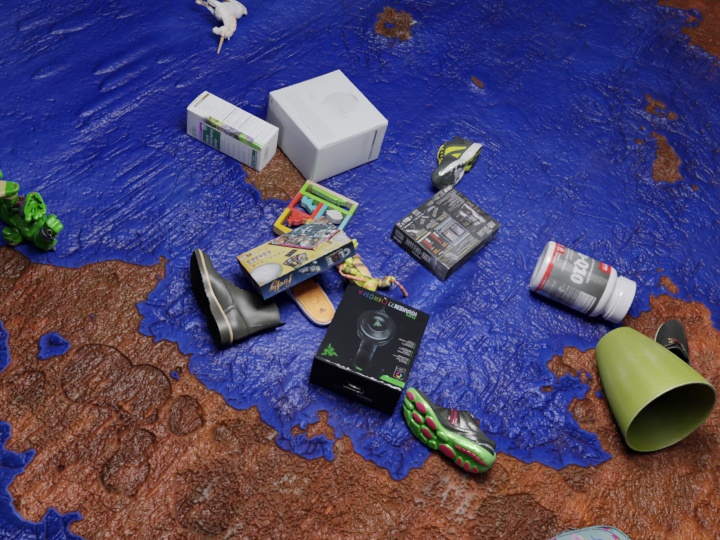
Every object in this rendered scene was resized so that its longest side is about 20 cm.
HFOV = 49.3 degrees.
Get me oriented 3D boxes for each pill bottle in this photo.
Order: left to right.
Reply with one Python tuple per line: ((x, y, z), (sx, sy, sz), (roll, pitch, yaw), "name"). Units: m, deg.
((0.471, 0.027, 1.662), (0.199, 0.114, 0.114), (24, 51, 5), "pill bottle")

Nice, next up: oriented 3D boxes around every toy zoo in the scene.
((-0.100, -0.106, 1.679), (0.130, 0.021, 0.201), (25, 47, 7), "toy zoo")

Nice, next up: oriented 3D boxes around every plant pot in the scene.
((0.544, 0.209, 1.513), (0.185, 0.188, 0.201), (-5, 40, -17), "plant pot")

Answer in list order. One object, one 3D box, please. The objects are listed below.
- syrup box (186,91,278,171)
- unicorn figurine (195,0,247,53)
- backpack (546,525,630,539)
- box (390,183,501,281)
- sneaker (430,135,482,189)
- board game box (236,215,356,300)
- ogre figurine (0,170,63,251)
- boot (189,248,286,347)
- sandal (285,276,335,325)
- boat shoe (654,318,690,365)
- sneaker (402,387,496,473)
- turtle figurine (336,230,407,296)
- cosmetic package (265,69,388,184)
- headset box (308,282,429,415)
((-0.290, -0.314, 1.765), (0.199, 0.079, 0.082), (27, 52, 8), "syrup box")
((-0.355, -0.666, 2.023), (0.137, 0.074, 0.200), (37, 47, 2), "unicorn figurine")
((0.369, 0.499, 1.250), (0.198, 0.154, 0.177), (-6, 49, -26), "backpack")
((0.189, -0.088, 1.724), (0.157, 0.050, 0.200), (40, 55, 17), "box")
((0.210, -0.255, 1.855), (0.084, 0.075, 0.200), (31, 43, 19), "sneaker")
((-0.126, -0.028, 1.518), (0.199, 0.035, 0.135), (-26, 35, -15), "board game box")
((-0.640, -0.106, 1.492), (0.198, 0.120, 0.099), (18, 55, 2), "ogre figurine")
((-0.240, 0.043, 1.512), (0.137, 0.078, 0.201), (-13, 69, -28), "boot")
((-0.115, 0.018, 1.562), (0.079, 0.059, 0.207), (-29, 64, -31), "sandal")
((0.652, 0.176, 1.626), (0.073, 0.063, 0.202), (21, 49, 5), "boat shoe")
((0.160, 0.285, 1.424), (0.200, 0.077, 0.084), (39, 36, 13), "sneaker")
((0.000, 0.000, 1.592), (0.199, 0.065, 0.162), (16, 31, -43), "turtle figurine")
((-0.082, -0.330, 1.800), (0.199, 0.123, 0.200), (-24, 62, -30), "cosmetic package")
((0.015, 0.150, 1.469), (0.173, 0.093, 0.201), (22, 51, 5), "headset box")
